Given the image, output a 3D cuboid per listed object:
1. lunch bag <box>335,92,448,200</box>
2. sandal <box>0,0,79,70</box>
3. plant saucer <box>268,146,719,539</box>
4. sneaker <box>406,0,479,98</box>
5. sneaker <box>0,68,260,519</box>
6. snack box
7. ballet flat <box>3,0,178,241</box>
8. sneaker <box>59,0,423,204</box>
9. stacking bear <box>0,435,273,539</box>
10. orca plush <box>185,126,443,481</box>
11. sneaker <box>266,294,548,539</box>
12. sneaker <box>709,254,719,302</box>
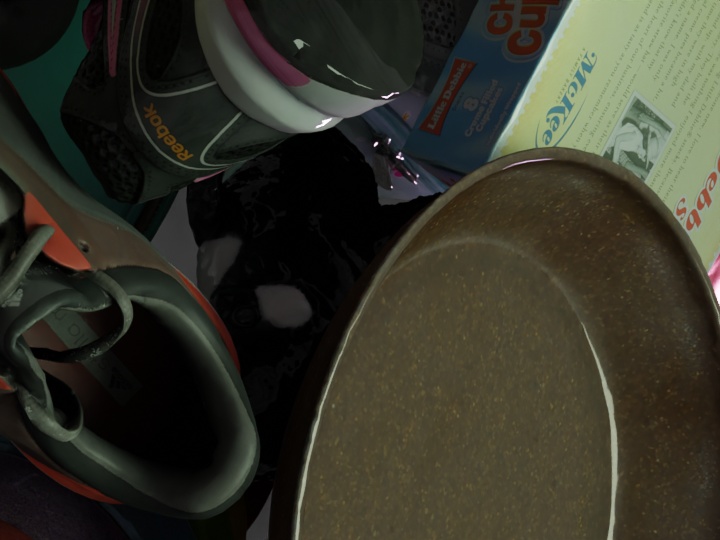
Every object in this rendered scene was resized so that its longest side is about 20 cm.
[{"bbox_3d":[0.020,-0.126,0.883,0.160,0.077,0.201,46,59,-61],"label":"lunch bag"},{"bbox_3d":[-0.087,-0.145,0.649,0.075,0.045,0.201,-2,110,-20],"label":"sandal"},{"bbox_3d":[0.036,0.067,0.691,0.200,0.037,0.201,-5,97,-50],"label":"plant saucer"},{"bbox_3d":[0.003,-0.143,0.758,0.075,0.082,0.201,-27,99,-19],"label":"sneaker"},{"bbox_3d":[-0.093,-0.012,0.589,0.200,0.082,0.077,38,86,-23],"label":"sneaker"},{"bbox_3d":[0.101,-0.095,0.776,0.116,0.037,0.200,34,81,-45],"label":"snack box"},{"bbox_3d":[-0.067,-0.092,0.731,0.070,0.067,0.201,-46,144,-72],"label":"ballet flat"},{"bbox_3d":[-0.033,-0.085,0.649,0.080,0.086,0.200,52,24,-16],"label":"sneaker"},{"bbox_3d":[-0.081,0.076,0.727,0.200,0.121,0.114,-50,153,-63],"label":"stacking bear"},{"bbox_3d":[0.000,0.000,0.750,0.200,0.071,0.106,-58,137,-78],"label":"orca plush"},{"bbox_3d":[0.021,0.098,0.759,0.201,0.099,0.070,-62,-173,1],"label":"sneaker"},{"bbox_3d":[0.103,-0.035,0.883,0.200,0.085,0.077,47,33,-63],"label":"sneaker"}]
